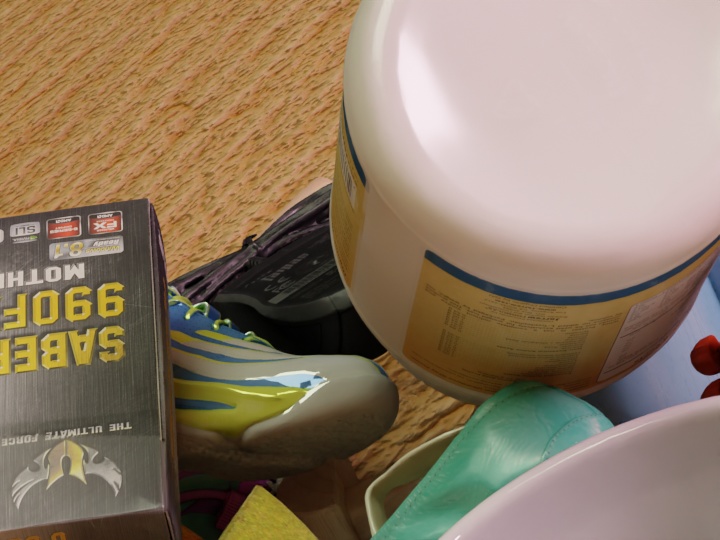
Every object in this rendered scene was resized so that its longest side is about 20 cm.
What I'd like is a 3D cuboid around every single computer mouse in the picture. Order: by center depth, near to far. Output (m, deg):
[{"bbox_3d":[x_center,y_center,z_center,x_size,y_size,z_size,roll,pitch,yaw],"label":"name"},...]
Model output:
[{"bbox_3d":[0.000,0.000,1.152,0.140,0.046,0.200,-34,15,-25],"label":"computer mouse"}]

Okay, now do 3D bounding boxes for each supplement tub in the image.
[{"bbox_3d":[0.062,-0.035,0.953,0.144,0.145,0.200,-34,-13,-13],"label":"supplement tub"}]

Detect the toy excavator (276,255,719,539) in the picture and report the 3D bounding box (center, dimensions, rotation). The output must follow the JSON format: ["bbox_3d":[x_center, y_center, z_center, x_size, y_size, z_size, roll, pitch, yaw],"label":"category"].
[{"bbox_3d":[0.079,0.041,1.089,0.194,0.100,0.200,-12,24,30],"label":"toy excavator"}]

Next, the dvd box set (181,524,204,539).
[{"bbox_3d":[-0.149,0.119,0.988,0.200,0.029,0.146,31,52,32],"label":"dvd box set"}]

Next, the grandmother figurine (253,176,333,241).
[{"bbox_3d":[-0.066,0.025,1.343,0.200,0.061,0.121,-39,18,-27],"label":"grandmother figurine"}]

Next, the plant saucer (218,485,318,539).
[{"bbox_3d":[-0.035,0.188,0.821,0.048,0.201,0.200,6,11,7],"label":"plant saucer"}]

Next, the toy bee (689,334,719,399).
[{"bbox_3d":[0.167,0.026,0.960,0.108,0.200,0.131,-18,46,16],"label":"toy bee"}]

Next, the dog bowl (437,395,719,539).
[{"bbox_3d":[0.103,0.125,0.816,0.199,0.079,0.200,-22,23,10],"label":"dog bowl"}]

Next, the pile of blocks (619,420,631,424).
[{"bbox_3d":[0.138,0.097,0.970,0.199,0.062,0.082,12,16,31],"label":"pile of blocks"}]

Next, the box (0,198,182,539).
[{"bbox_3d":[-0.168,0.056,0.990,0.199,0.048,0.159,-8,45,1],"label":"box"}]

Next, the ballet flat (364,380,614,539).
[{"bbox_3d":[0.012,0.115,0.950,0.200,0.067,0.070,-44,46,10],"label":"ballet flat"}]

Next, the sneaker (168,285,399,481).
[{"bbox_3d":[-0.079,0.033,1.071,0.199,0.076,0.105,-11,71,25],"label":"sneaker"}]

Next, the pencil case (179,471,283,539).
[{"bbox_3d":[-0.051,0.076,1.193,0.092,0.085,0.200,-38,19,28],"label":"pencil case"}]
